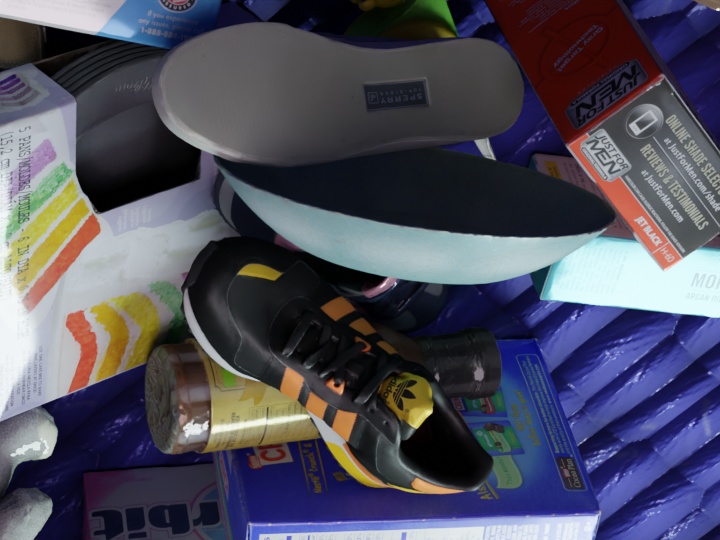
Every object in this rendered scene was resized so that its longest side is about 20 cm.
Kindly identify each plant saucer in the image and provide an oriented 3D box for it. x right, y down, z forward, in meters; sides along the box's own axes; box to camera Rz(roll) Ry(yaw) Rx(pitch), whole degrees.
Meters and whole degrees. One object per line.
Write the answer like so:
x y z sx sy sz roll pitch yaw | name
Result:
0.024 -0.027 1.162 0.201 0.201 0.039 5 104 -14 | plant saucer

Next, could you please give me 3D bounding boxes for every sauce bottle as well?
-0.019 0.061 1.311 0.200 0.065 0.065 -6 127 -23 | sauce bottle

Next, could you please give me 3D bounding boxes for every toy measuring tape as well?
0.034 -0.078 1.281 0.073 0.074 0.200 -21 122 4 | toy measuring tape

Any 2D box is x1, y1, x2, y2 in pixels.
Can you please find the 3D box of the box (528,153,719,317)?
0.194 -0.016 1.356 0.200 0.082 0.049 6 125 -15 | box

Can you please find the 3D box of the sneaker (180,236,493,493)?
-0.004 0.049 1.213 0.200 0.090 0.070 46 66 -35 | sneaker

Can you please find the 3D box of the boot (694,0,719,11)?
0.264 -0.194 1.251 0.200 0.074 0.155 17 116 -24 | boot

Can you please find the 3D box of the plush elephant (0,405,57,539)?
-0.219 0.195 1.324 0.164 0.200 0.155 -21 125 30 | plush elephant

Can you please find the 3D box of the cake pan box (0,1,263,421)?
-0.131 -0.035 1.249 0.184 0.052 0.200 -22 134 -35 | cake pan box

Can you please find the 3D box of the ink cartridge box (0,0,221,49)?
-0.113 -0.216 1.139 0.115 0.068 0.200 9 102 -20 | ink cartridge box

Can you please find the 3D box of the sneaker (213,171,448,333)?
0.000 0.000 1.300 0.070 0.082 0.200 -54 140 4 | sneaker

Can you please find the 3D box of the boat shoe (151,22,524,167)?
-0.017 -0.083 1.172 0.200 0.071 0.070 -3 86 -28 | boat shoe

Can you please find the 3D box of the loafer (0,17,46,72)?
-0.195 -0.128 1.207 0.076 0.067 0.200 -15 126 -1 | loafer

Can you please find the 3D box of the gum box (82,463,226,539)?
-0.075 0.176 1.418 0.200 0.114 0.066 -3 126 -9 | gum box

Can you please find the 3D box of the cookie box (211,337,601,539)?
0.019 0.116 1.360 0.200 0.171 0.075 0 123 -10 | cookie box

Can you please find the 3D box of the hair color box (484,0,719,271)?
0.125 -0.099 1.208 0.061 0.200 0.102 -35 124 9 | hair color box
